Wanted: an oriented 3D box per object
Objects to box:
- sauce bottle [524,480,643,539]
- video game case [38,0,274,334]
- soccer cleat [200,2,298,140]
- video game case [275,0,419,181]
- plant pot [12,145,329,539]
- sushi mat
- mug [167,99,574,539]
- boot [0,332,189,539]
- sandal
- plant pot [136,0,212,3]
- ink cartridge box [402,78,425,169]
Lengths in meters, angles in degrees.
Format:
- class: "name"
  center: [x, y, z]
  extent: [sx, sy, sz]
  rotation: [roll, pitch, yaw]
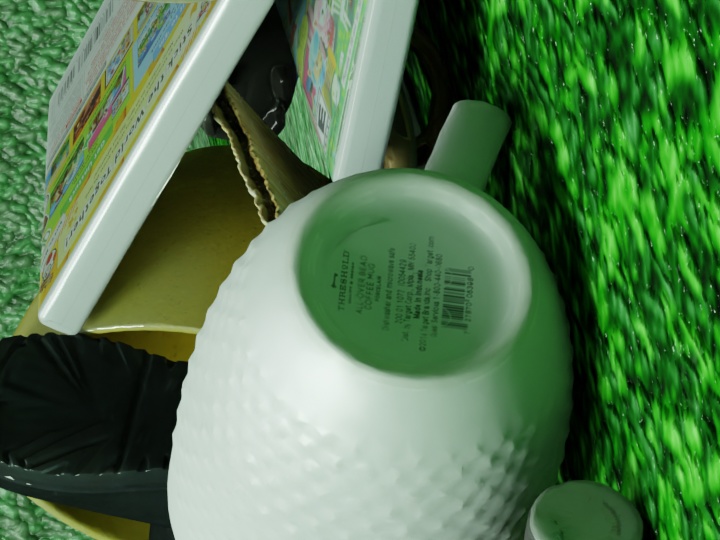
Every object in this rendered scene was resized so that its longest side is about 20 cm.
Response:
- class: "sauce bottle"
  center: [0.071, 0.156, 1.082]
  extent: [0.200, 0.065, 0.065]
  rotation: [99, 162, -46]
- class: "video game case"
  center: [-0.087, -0.098, 1.281]
  extent: [0.200, 0.023, 0.182]
  rotation: [-57, 21, 28]
- class: "soccer cleat"
  center: [-0.047, -0.152, 1.423]
  extent: [0.200, 0.070, 0.086]
  rotation: [115, 151, -42]
- class: "video game case"
  center: [-0.003, -0.165, 1.192]
  extent: [0.182, 0.022, 0.200]
  rotation: [-108, 23, -51]
- class: "plant pot"
  center: [-0.061, 0.028, 1.371]
  extent: [0.200, 0.200, 0.142]
  rotation: [87, -169, -53]
- class: "sushi mat"
  center: [0.000, 0.000, 1.272]
  extent: [0.200, 0.012, 0.096]
  rotation: [46, -166, -45]
- class: "mug"
  center: [0.015, 0.026, 1.117]
  extent: [0.175, 0.147, 0.200]
  rotation: [104, -174, -58]
- class: "boot"
  center: [-0.083, 0.105, 1.300]
  extent: [0.163, 0.198, 0.073]
  rotation: [92, -177, -53]
- class: "sandal"
  center: [0.013, -0.075, 1.294]
  extent: [0.200, 0.054, 0.080]
  rotation: [-106, 17, -70]
- class: "plant pot"
  center: [-0.087, -0.186, 1.131]
  extent: [0.200, 0.186, 0.187]
  rotation: [178, 82, -78]
- class: "ink cartridge box"
  center: [0.000, -0.079, 1.475]
  extent: [0.100, 0.039, 0.200]
  rotation: [85, 170, -47]
